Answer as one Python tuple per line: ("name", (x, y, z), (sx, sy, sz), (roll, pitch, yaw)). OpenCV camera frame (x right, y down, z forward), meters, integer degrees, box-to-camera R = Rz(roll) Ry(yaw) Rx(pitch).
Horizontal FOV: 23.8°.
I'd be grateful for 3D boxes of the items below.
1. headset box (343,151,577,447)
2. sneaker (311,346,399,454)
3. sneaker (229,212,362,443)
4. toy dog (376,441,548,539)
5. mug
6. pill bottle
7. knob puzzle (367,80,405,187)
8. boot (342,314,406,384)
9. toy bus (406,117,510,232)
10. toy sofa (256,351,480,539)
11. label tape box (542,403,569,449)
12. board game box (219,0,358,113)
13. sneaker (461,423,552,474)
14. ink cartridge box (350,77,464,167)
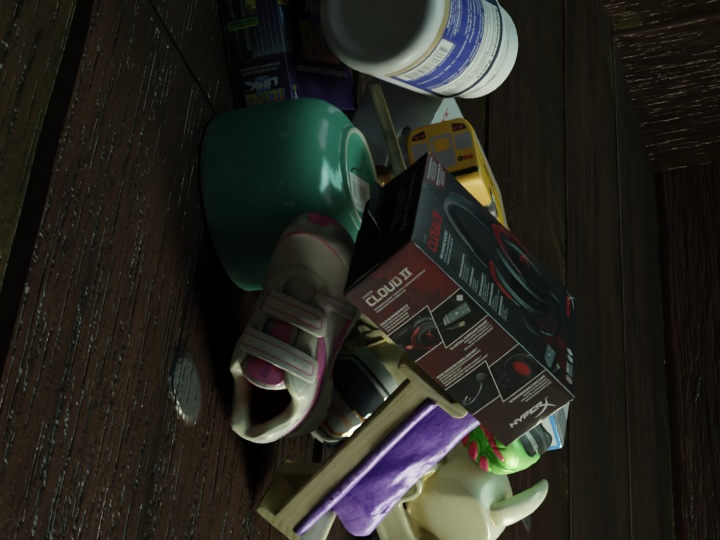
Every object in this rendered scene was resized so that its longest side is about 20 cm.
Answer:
("headset box", (0.074, 0.013, 1.306), (0.200, 0.075, 0.149), (44, 26, -16))
("sneaker", (-0.019, 0.115, 1.505), (0.078, 0.079, 0.200), (48, -9, 4))
("sneaker", (-0.052, 0.054, 1.326), (0.088, 0.081, 0.201), (-38, 143, -62))
("toy dog", (0.090, 0.174, 1.636), (0.140, 0.193, 0.200), (60, 30, -21))
("mug", (-0.048, -0.075, 1.423), (0.185, 0.114, 0.152), (-76, 151, -51))
("pill bottle", (0.058, -0.213, 1.500), (0.200, 0.115, 0.116), (10, 72, -62))
("knob puzzle", (0.042, -0.032, 1.466), (0.220, 0.030, 0.220), (-17, 90, -87))
("boot", (0.047, 0.085, 1.529), (0.156, 0.073, 0.200), (51, -15, 8))
("toy bus", (0.097, -0.063, 1.599), (0.200, 0.065, 0.079), (55, 23, -65))
("toy sofa", (0.018, 0.145, 1.361), (0.098, 0.200, 0.083), (41, 25, -5))
("label tape box", (0.166, 0.137, 1.968), (0.200, 0.144, 0.063), (-70, 144, -60))
("board game box", (-0.066, -0.222, 1.548), (0.200, 0.057, 0.166), (-16, 95, -73))
("sneaker", (0.114, 0.095, 1.579), (0.084, 0.077, 0.200), (-7, 65, -34))
("ink cartridge box", (0.045, -0.089, 1.685), (0.146, 0.083, 0.200), (-65, 157, -13))
